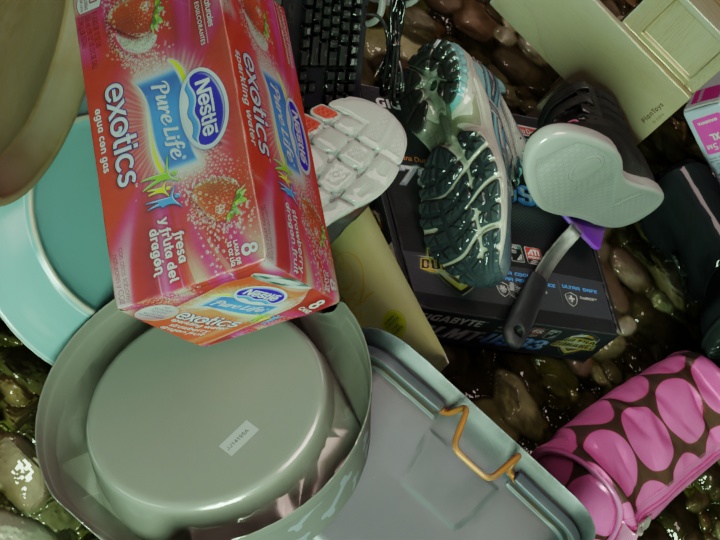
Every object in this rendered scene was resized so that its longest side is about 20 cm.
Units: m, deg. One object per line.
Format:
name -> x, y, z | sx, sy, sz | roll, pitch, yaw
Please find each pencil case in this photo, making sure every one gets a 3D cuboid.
pencil case -> 0.203, 0.131, 1.229 | 0.094, 0.091, 0.200 | 28, 38, 28

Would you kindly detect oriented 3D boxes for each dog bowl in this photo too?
dog bowl -> -0.085, 0.089, 0.994 | 0.200, 0.059, 0.200 | -8, 51, 9

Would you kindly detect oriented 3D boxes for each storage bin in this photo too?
storage bin -> 0.026, 0.156, 1.053 | 0.200, 0.146, 0.134 | 42, 54, -3

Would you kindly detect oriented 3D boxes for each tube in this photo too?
tube -> 0.000, 0.000, 1.186 | 0.052, 0.058, 0.200 | -26, 67, -1

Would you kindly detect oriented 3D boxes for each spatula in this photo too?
spatula -> 0.141, -0.005, 1.259 | 0.057, 0.021, 0.200 | 46, 44, -12

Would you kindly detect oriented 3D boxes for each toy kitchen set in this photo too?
toy kitchen set -> 0.213, -0.210, 1.398 | 0.163, 0.200, 0.180 | 45, 44, -2

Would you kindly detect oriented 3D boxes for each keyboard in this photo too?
keyboard -> -0.005, -0.176, 1.176 | 0.127, 0.021, 0.200 | -8, 109, -45

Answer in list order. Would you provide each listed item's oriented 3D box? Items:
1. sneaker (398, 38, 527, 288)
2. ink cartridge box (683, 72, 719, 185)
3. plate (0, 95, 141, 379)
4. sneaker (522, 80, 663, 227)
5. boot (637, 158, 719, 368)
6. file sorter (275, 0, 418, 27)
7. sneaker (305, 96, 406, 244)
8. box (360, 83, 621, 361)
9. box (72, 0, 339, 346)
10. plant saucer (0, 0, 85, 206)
sneaker -> 0.092, -0.076, 1.237 | 0.086, 0.078, 0.200 | 18, 52, -38
ink cartridge box -> 0.340, -0.085, 1.461 | 0.200, 0.042, 0.119 | 61, 34, -23
plate -> -0.160, -0.030, 1.070 | 0.200, 0.026, 0.200 | 20, 62, -44
sneaker -> 0.154, -0.097, 1.270 | 0.200, 0.071, 0.099 | 19, 41, -59
boot -> 0.273, -0.010, 1.343 | 0.168, 0.076, 0.200 | 64, 10, 18
file sorter -> -0.058, -0.232, 1.244 | 0.139, 0.125, 0.200 | 19, 34, 31
sneaker -> -0.047, -0.035, 1.147 | 0.077, 0.082, 0.200 | 39, 64, 3
box -> 0.086, -0.037, 1.291 | 0.200, 0.050, 0.199 | 9, 56, -32
box -> -0.088, -0.070, 0.971 | 0.100, 0.095, 0.200 | 33, 42, -62
plant saucer -> -0.189, -0.135, 0.953 | 0.029, 0.200, 0.200 | 16, 46, 8
